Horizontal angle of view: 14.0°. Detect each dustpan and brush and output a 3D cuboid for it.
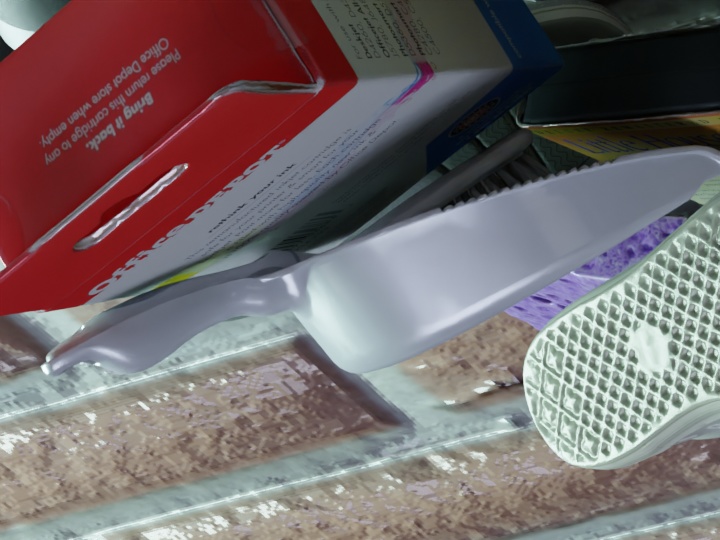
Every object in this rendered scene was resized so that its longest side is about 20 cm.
[{"bbox_3d":[0.000,0.000,0.875,0.199,0.057,0.139,-31,-175,-21],"label":"dustpan and brush"}]

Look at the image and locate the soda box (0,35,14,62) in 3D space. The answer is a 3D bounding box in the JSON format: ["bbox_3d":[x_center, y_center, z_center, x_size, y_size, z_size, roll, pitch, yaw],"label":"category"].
[{"bbox_3d":[-0.173,-0.052,0.987,0.199,0.071,0.063,-11,145,22],"label":"soda box"}]

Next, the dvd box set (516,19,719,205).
[{"bbox_3d":[0.167,-0.027,0.909,0.199,0.030,0.146,21,170,-27],"label":"dvd box set"}]

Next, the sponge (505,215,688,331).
[{"bbox_3d":[0.125,0.011,1.007,0.199,0.030,0.111,9,166,40],"label":"sponge"}]

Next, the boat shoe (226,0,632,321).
[{"bbox_3d":[0.007,-0.047,0.996,0.201,0.065,0.074,-27,127,30],"label":"boat shoe"}]

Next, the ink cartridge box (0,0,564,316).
[{"bbox_3d":[-0.039,-0.050,0.849,0.116,0.067,0.200,-38,167,26],"label":"ink cartridge box"}]

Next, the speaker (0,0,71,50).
[{"bbox_3d":[-0.106,-0.148,0.830,0.081,0.082,0.200,-6,145,15],"label":"speaker"}]

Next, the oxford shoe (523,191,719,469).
[{"bbox_3d":[0.125,0.012,0.888,0.058,0.076,0.200,-15,172,-35],"label":"oxford shoe"}]
